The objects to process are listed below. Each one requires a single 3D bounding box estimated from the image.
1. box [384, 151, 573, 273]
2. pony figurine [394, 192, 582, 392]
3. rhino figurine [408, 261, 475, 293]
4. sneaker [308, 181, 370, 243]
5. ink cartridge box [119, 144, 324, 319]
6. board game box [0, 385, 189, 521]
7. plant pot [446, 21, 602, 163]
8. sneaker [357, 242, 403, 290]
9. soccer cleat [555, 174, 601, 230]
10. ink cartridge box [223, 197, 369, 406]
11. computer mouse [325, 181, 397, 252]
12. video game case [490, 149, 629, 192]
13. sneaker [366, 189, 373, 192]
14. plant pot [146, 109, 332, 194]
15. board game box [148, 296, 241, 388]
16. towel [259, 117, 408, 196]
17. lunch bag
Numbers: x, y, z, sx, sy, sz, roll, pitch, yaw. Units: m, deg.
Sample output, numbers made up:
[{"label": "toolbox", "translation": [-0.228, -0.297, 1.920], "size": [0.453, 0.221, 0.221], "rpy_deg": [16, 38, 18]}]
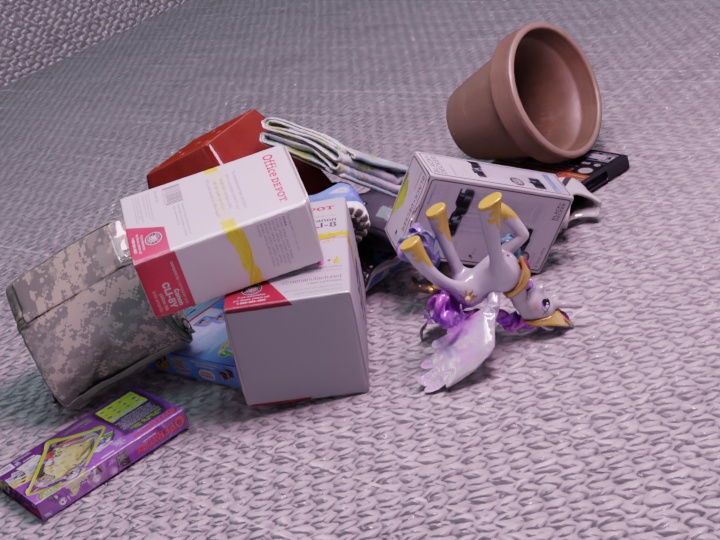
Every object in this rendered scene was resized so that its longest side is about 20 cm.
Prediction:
[{"label": "box", "translation": [0.142, -0.069, 1.562], "size": [0.199, 0.117, 0.060], "rpy_deg": [6, 32, -24]}, {"label": "pony figurine", "translation": [0.125, 0.022, 1.437], "size": [0.193, 0.200, 0.167], "rpy_deg": [-27, 27, 15]}, {"label": "rhino figurine", "translation": [0.116, -0.022, 1.653], "size": [0.087, 0.060, 0.200], "rpy_deg": [11, 27, 4]}, {"label": "sneaker", "translation": [-0.077, -0.042, 1.627], "size": [0.200, 0.079, 0.089], "rpy_deg": [-30, 38, 17]}, {"label": "ink cartridge box", "translation": [-0.154, -0.046, 1.439], "size": [0.199, 0.084, 0.145], "rpy_deg": [-20, 34, -4]}, {"label": "board game box", "translation": [-0.308, 0.205, 1.480], "size": [0.200, 0.032, 0.120], "rpy_deg": [-32, 23, -29]}, {"label": "plant pot", "translation": [0.224, -0.238, 1.877], "size": [0.174, 0.201, 0.200], "rpy_deg": [-18, 15, 48]}, {"label": "sneaker", "translation": [0.000, 0.000, 1.694], "size": [0.200, 0.077, 0.076], "rpy_deg": [-32, 70, -5]}, {"label": "soccer cleat", "translation": [0.222, -0.077, 1.662], "size": [0.199, 0.069, 0.085], "rpy_deg": [-15, 33, -33]}, {"label": "ink cartridge box", "translation": [-0.072, 0.033, 1.501], "size": [0.145, 0.145, 0.200], "rpy_deg": [-9, 34, 4]}, {"label": "computer mouse", "translation": [-0.019, -0.056, 1.652], "size": [0.140, 0.046, 0.200], "rpy_deg": [-46, 41, -18]}, {"label": "video game case", "translation": [0.251, -0.130, 1.854], "size": [0.180, 0.026, 0.200], "rpy_deg": [-31, 28, -30]}, {"label": "sneaker", "translation": [-0.037, -0.048, 1.826], "size": [0.091, 0.078, 0.200], "rpy_deg": [-14, 14, 44]}, {"label": "plant pot", "translation": [-0.184, -0.109, 1.843], "size": [0.200, 0.177, 0.200], "rpy_deg": [-22, 15, 37]}, {"label": "board game box", "translation": [-0.171, 0.083, 1.646], "size": [0.199, 0.037, 0.151], "rpy_deg": [6, 32, 43]}, {"label": "towel", "translation": [-0.022, -0.153, 1.774], "size": [0.171, 0.048, 0.200], "rpy_deg": [27, 6, 37]}, {"label": "lunch bag", "translation": [-0.319, 0.060, 1.603], "size": [0.199, 0.168, 0.139], "rpy_deg": [-29, -22, 7]}]
